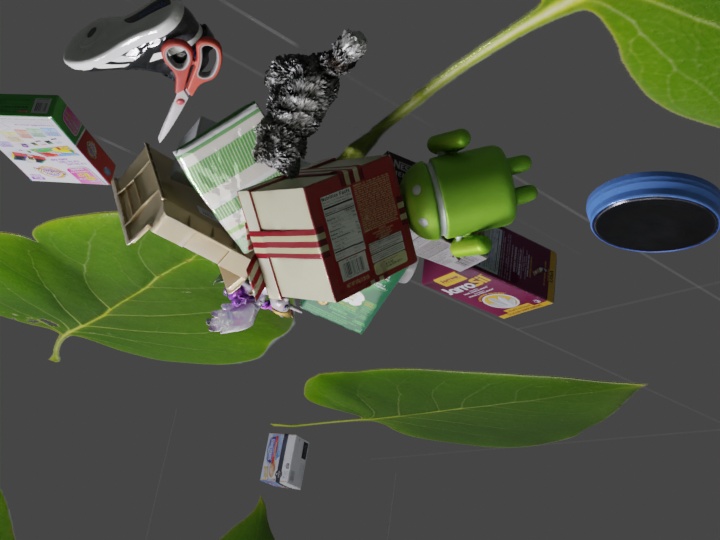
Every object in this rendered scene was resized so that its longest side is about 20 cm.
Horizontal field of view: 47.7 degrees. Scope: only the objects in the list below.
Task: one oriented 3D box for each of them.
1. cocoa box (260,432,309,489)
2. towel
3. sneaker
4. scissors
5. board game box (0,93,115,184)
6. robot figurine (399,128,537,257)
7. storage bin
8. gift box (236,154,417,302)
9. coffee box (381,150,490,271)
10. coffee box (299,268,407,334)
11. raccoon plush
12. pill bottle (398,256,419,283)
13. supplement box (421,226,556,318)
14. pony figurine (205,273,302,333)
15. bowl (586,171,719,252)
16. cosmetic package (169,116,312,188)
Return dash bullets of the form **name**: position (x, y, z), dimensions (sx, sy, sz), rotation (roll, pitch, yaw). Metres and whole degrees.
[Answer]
- **cocoa box**: position (-0.308, 0.776, 3.319), dimensions (0.130, 0.201, 0.133), rotation (-1, 156, 24)
- **towel**: position (-0.162, -0.135, 1.201), dimensions (0.152, 0.023, 0.200), rotation (-30, 126, 5)
- **sneaker**: position (-0.273, -0.267, 1.031), dimensions (0.199, 0.073, 0.112), rotation (-7, 151, 31)
- **scissors**: position (-0.219, -0.222, 1.034), dimensions (0.073, 0.014, 0.200), rotation (0, 149, -17)
- **board game box**: position (-0.507, -0.207, 1.304), dimensions (0.152, 0.041, 0.200), rotation (4, 157, 12)
- **robot figurine**: position (0.144, -0.109, 1.151), dimensions (0.199, 0.177, 0.116), rotation (-12, -175, 0)
- **storage bin**: position (-0.277, -0.080, 1.305), dimensions (0.094, 0.199, 0.200), rotation (-46, 132, 16)
- **gift box**: position (-0.055, -0.045, 1.136), dimensions (0.184, 0.201, 0.186), rotation (-20, -165, -37)
- **coffee box**: position (0.100, -0.089, 1.258), dimensions (0.199, 0.114, 0.080), rotation (20, 155, -22)
- **coffee box**: position (0.000, 0.000, 1.326), dimensions (0.122, 0.044, 0.201), rotation (24, 115, -18)
- **raccoon plush**: position (-0.075, -0.206, 1.018), dimensions (0.096, 0.135, 0.200), rotation (18, 156, -17)
- **pill bottle**: position (-0.005, -0.048, 1.390), dimensions (0.199, 0.115, 0.114), rotation (15, 157, -13)
- **supplement box**: position (0.227, -0.003, 1.420), dimensions (0.199, 0.104, 0.131), rotation (22, 155, -26)
- **pony figurine**: position (-0.215, 0.034, 1.652), dimensions (0.192, 0.167, 0.201), rotation (1, 142, -1)
- **bowl**: position (0.445, -0.083, 1.234), dimensions (0.199, 0.040, 0.201), rotation (8, 157, 3)
- **cosmetic package**: position (-0.181, -0.153, 1.267), dimensions (0.199, 0.072, 0.101), rotation (21, 154, -27)
